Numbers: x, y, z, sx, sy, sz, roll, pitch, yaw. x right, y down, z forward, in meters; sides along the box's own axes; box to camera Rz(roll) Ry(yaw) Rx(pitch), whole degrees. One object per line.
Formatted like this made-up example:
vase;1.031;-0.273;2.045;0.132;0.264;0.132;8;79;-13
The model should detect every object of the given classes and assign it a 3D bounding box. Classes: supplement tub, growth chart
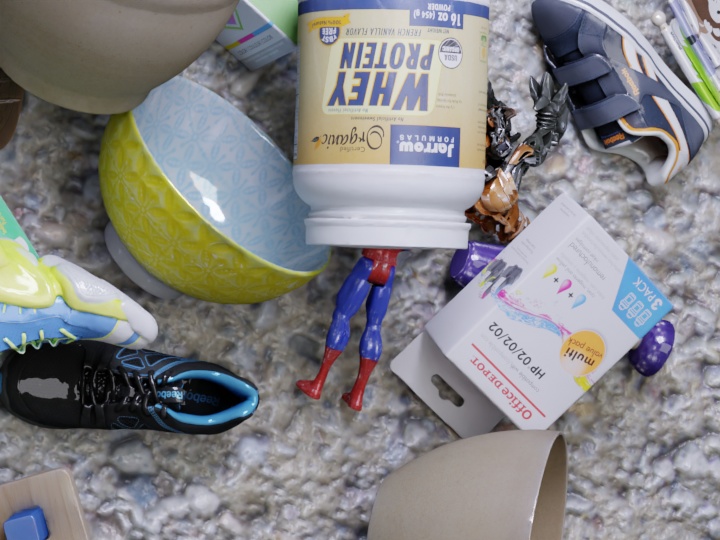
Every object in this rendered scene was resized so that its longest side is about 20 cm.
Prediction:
supplement tub;0.022;-0.116;1.684;0.144;0.144;0.200;1;90;-23
growth chart;0.318;-0.224;1.964;0.145;0.018;0.200;52;51;-14

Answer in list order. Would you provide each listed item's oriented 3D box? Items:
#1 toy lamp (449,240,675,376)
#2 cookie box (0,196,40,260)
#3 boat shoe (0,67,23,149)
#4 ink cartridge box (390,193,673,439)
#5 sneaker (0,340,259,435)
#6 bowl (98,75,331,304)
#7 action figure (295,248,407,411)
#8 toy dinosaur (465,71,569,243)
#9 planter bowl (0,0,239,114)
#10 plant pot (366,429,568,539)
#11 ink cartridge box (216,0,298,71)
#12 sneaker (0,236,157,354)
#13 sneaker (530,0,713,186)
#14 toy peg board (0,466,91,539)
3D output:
toy lamp;0.165;0.029;1.879;0.200;0.058;0.058;24;76;-19
cookie box;-0.347;0.007;1.649;0.200;0.075;0.171;-36;101;-21
boat shoe;-0.294;-0.186;1.693;0.071;0.065;0.200;-8;109;-14
ink cartridge box;0.135;0.052;1.812;0.200;0.068;0.115;-44;114;3
sneaker;-0.172;0.086;1.714;0.200;0.082;0.073;4;85;-22
bowl;-0.130;-0.041;1.717;0.200;0.200;0.108;40;113;-15
action figure;0.000;0.000;1.814;0.065;0.099;0.200;17;101;-24
toy dinosaur;0.099;-0.089;1.836;0.102;0.200;0.136;17;59;21
planter bowl;-0.189;-0.198;1.619;0.200;0.200;0.135;11;124;-22
plant pot;0.079;0.215;1.771;0.134;0.200;0.201;8;80;14
ink cartridge box;-0.124;-0.247;1.754;0.200;0.104;0.059;41;70;-15
sneaker;-0.249;0.033;1.621;0.200;0.076;0.105;26;90;-15
sneaker;0.210;-0.154;1.904;0.200;0.078;0.079;41;65;-17
toy peg board;-0.278;0.266;1.604;0.199;0.098;0.200;-16;92;0
